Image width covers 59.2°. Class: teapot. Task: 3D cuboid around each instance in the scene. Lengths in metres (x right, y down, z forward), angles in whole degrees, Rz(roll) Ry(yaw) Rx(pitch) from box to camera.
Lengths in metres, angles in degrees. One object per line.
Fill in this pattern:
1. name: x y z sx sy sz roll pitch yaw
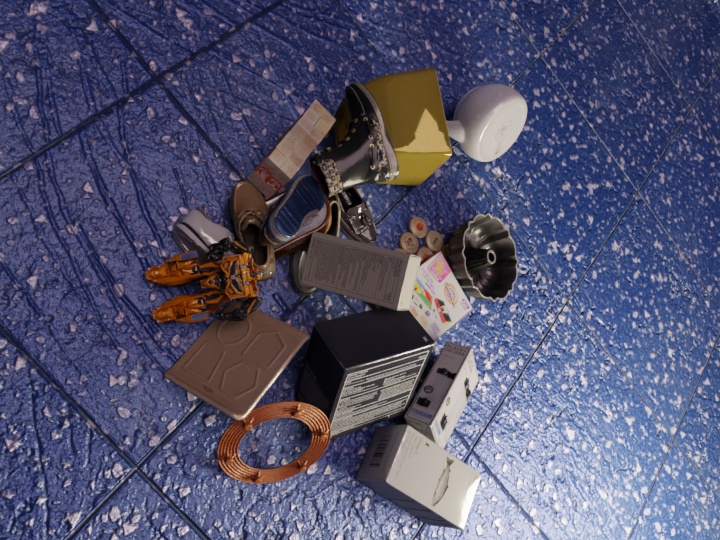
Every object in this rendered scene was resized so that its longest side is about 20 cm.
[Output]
1. teapot: 0.297 -0.374 1.533 0.146 0.198 0.199 46 18 30

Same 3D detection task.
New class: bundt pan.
1. bundt pan: 0.273 -0.026 1.454 0.201 0.075 0.204 9 76 -38

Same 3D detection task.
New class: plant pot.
1. plant pot: 0.052 -0.296 1.347 0.198 0.195 0.196 -7 80 -19

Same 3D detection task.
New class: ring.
1. ring: -0.145 0.301 1.084 0.199 0.202 0.019 11 29 -28

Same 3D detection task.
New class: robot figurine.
1. robot figurine: -0.262 0.024 1.085 0.198 0.058 0.146 -12 87 10

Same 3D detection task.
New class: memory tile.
1. memory tile: 0.134 -0.011 1.416 0.153 0.017 0.201 41 60 -15

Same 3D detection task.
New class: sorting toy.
1. sorting toy: -0.212 0.152 1.100 0.200 0.184 0.037 -48 145 -32

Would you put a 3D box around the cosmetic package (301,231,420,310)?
1. cosmetic package: 0.000 0.000 1.167 0.073 0.198 0.105 8 97 -69

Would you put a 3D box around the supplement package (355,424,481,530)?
1. supplement package: 0.114 0.402 1.235 0.199 0.117 0.118 36 61 -18

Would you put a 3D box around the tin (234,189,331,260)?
1. tin: -0.149 -0.092 1.219 0.199 0.042 0.112 -28 69 -16

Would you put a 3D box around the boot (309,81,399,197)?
1. boot: -0.028 -0.247 1.200 0.153 0.073 0.205 -21 86 -17

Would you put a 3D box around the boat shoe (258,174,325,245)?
1. boat shoe: -0.130 -0.112 1.153 0.073 0.072 0.200 55 34 -15

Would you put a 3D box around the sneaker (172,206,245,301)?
1. sneaker: -0.250 -0.029 1.165 0.200 0.076 0.081 49 51 -11

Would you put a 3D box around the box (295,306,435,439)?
1. box: 0.005 0.183 1.167 0.199 0.199 0.123 -11 46 -33

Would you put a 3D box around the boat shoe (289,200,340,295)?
1. boat shoe: -0.088 -0.051 1.265 0.074 0.068 0.202 20 68 -24

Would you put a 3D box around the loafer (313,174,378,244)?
1. loafer: -0.025 -0.140 1.329 0.072 0.063 0.201 -40 98 -32

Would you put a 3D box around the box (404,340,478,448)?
1. box: 0.171 0.260 1.303 0.200 0.060 0.117 -54 142 -33

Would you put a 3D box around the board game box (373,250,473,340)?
1. board game box: 0.135 0.071 1.362 0.199 0.040 0.154 -33 95 -32

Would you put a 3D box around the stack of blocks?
1. stack of blocks: -0.139 -0.232 1.237 0.059 0.115 0.201 42 50 -15

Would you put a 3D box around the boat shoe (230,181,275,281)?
1. boat shoe: -0.194 -0.084 1.156 0.071 0.065 0.201 -15 70 -11
